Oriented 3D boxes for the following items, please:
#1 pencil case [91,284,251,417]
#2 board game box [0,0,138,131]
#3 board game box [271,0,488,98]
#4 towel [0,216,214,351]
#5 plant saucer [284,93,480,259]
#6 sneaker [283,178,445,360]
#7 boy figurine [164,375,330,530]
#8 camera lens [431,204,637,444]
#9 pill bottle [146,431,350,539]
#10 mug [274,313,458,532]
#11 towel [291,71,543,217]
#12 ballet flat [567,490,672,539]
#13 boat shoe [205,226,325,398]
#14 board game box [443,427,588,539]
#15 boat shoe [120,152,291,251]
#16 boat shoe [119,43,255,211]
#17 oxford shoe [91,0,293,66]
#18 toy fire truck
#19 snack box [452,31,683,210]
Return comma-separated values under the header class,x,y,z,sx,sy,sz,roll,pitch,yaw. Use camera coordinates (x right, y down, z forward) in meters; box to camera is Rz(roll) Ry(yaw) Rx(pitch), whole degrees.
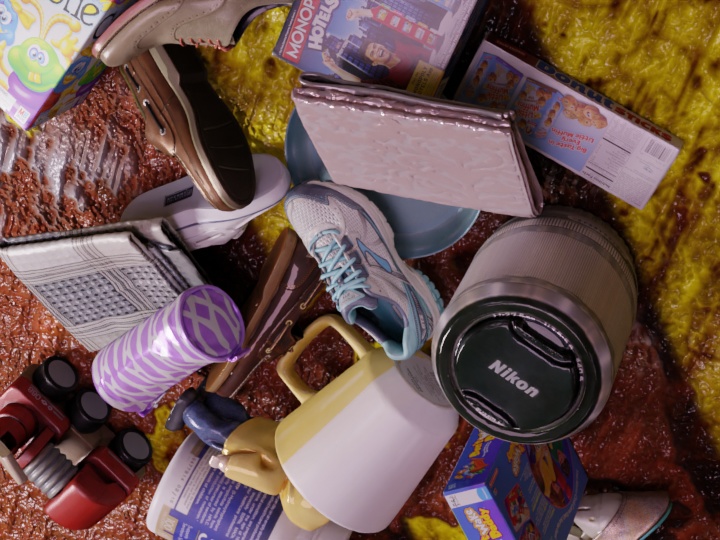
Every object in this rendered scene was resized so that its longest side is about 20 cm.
class,x,y,z,sx,sy,sz,roll,pitch,yaw
pencil case,-0.194,0.084,1.594,0.200,0.084,0.086,-33,88,49
board game box,-0.274,-0.245,1.484,0.103,0.105,0.200,43,123,2
board game box,0.011,-0.259,1.386,0.199,0.062,0.200,29,111,8
towel,-0.243,0.021,1.615,0.199,0.035,0.193,-8,140,23
plant saucer,0.025,-0.104,1.491,0.199,0.027,0.201,11,125,16
sneaker,0.000,0.000,1.497,0.200,0.086,0.078,46,128,-11
boy figurine,-0.100,0.188,1.639,0.200,0.124,0.065,36,120,12
camera lens,0.160,0.047,1.425,0.159,0.200,0.160,9,120,16
pill bottle,-0.114,0.265,1.692,0.200,0.120,0.120,25,123,6
mug,0.004,0.144,1.575,0.186,0.150,0.153,38,115,-10
towel,0.052,-0.105,1.382,0.199,0.032,0.191,12,162,17
ballet flat,0.222,0.266,1.597,0.067,0.068,0.200,41,122,-9
boat shoe,-0.087,0.053,1.588,0.070,0.070,0.200,24,117,-17
board game box,0.152,0.204,1.512,0.045,0.200,0.135,-18,109,28
boat shoe,-0.142,-0.060,1.567,0.200,0.074,0.065,-11,140,33
boat shoe,-0.164,-0.137,1.506,0.068,0.072,0.200,-32,75,29
oxford shoe,-0.149,-0.226,1.439,0.200,0.070,0.075,-27,93,12
toy fire truck,-0.329,0.203,1.690,0.176,0.200,0.129,46,123,-7
snack box,0.184,-0.134,1.425,0.200,0.024,0.072,30,125,3
